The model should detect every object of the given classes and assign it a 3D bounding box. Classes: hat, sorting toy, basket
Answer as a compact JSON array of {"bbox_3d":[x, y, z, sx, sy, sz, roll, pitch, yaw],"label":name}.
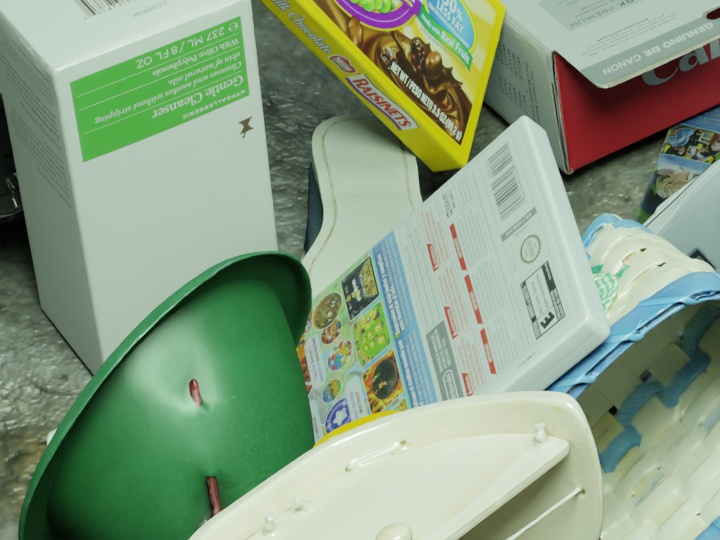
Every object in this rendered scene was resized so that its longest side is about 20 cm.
[{"bbox_3d":[-0.031,0.122,1.167,0.176,0.201,0.165,40,19,22],"label":"hat"},{"bbox_3d":[0.011,0.169,1.109,0.200,0.181,0.107,-33,25,-33],"label":"sorting toy"},{"bbox_3d":[0.129,0.085,1.202,0.177,0.139,0.200,-49,42,8],"label":"basket"}]

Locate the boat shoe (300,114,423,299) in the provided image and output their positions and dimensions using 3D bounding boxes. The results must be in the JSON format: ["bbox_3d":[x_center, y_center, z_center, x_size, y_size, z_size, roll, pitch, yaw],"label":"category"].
[{"bbox_3d":[0.000,0.000,1.390,0.074,0.062,0.200,-3,37,-6],"label":"boat shoe"}]

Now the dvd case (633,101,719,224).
[{"bbox_3d":[0.218,-0.030,1.452,0.142,0.018,0.200,11,41,14],"label":"dvd case"}]

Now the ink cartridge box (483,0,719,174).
[{"bbox_3d":[0.168,-0.140,1.509,0.199,0.084,0.176,-24,39,-16],"label":"ink cartridge box"}]

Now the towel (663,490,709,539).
[{"bbox_3d":[0.251,0.095,1.302,0.199,0.022,0.147,11,42,13],"label":"towel"}]

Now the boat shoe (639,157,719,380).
[{"bbox_3d":[0.172,-0.019,1.335,0.199,0.074,0.065,-33,11,21],"label":"boat shoe"}]

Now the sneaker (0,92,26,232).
[{"bbox_3d":[-0.178,-0.061,1.463,0.200,0.087,0.076,-23,84,-53],"label":"sneaker"}]

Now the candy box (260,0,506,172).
[{"bbox_3d":[0.002,-0.144,1.379,0.026,0.200,0.103,-8,55,35],"label":"candy box"}]

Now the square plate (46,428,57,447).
[{"bbox_3d":[-0.036,0.133,1.263,0.197,0.029,0.201,-7,41,-7],"label":"square plate"}]

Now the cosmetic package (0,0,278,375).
[{"bbox_3d":[-0.106,-0.053,1.352,0.107,0.201,0.085,-24,43,-19],"label":"cosmetic package"}]

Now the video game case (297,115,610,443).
[{"bbox_3d":[0.019,0.039,1.237,0.200,0.018,0.144,-41,35,22],"label":"video game case"}]
